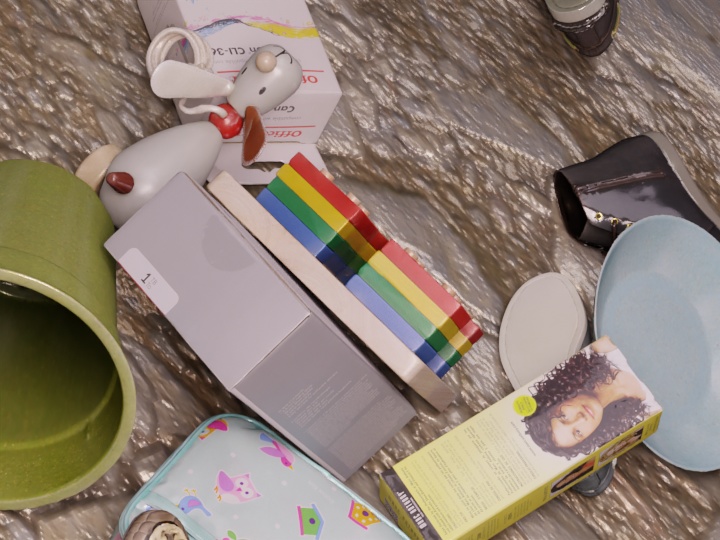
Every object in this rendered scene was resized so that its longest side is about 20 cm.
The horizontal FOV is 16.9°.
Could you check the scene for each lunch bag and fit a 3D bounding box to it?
[{"bbox_3d":[-0.063,0.203,1.623,0.200,0.077,0.160,38,46,7],"label":"lunch bag"}]

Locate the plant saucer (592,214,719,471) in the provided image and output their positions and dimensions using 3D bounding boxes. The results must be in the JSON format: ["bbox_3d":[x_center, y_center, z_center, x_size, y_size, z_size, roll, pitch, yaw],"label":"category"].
[{"bbox_3d":[0.238,0.059,1.872,0.201,0.039,0.201,13,70,-39],"label":"plant saucer"}]

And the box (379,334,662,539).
[{"bbox_3d":[0.115,0.131,1.736,0.200,0.050,0.075,-32,69,-12],"label":"box"}]

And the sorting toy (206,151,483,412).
[{"bbox_3d":[0.000,0.000,1.745,0.199,0.200,0.070,44,90,13],"label":"sorting toy"}]

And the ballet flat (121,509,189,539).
[{"bbox_3d":[-0.116,0.250,1.516,0.067,0.046,0.200,3,81,-40],"label":"ballet flat"}]

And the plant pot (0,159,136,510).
[{"bbox_3d":[-0.239,0.025,1.631,0.200,0.200,0.190,20,33,-10],"label":"plant pot"}]

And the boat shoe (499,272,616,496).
[{"bbox_3d":[0.156,0.088,1.856,0.062,0.073,0.200,53,19,-42],"label":"boat shoe"}]

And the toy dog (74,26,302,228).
[{"bbox_3d":[-0.132,-0.099,1.787,0.132,0.096,0.200,22,76,11],"label":"toy dog"}]

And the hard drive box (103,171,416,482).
[{"bbox_3d":[-0.066,0.040,1.661,0.077,0.200,0.156,-43,58,0],"label":"hard drive box"}]

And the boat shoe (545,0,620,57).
[{"bbox_3d":[0.193,-0.267,2.163,0.072,0.061,0.201,-17,38,16],"label":"boat shoe"}]

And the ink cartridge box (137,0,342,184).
[{"bbox_3d":[-0.091,-0.164,1.925,0.116,0.068,0.200,-4,55,-28],"label":"ink cartridge box"}]

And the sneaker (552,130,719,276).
[{"bbox_3d":[0.241,-0.014,1.975,0.106,0.075,0.200,-21,64,-23],"label":"sneaker"}]
